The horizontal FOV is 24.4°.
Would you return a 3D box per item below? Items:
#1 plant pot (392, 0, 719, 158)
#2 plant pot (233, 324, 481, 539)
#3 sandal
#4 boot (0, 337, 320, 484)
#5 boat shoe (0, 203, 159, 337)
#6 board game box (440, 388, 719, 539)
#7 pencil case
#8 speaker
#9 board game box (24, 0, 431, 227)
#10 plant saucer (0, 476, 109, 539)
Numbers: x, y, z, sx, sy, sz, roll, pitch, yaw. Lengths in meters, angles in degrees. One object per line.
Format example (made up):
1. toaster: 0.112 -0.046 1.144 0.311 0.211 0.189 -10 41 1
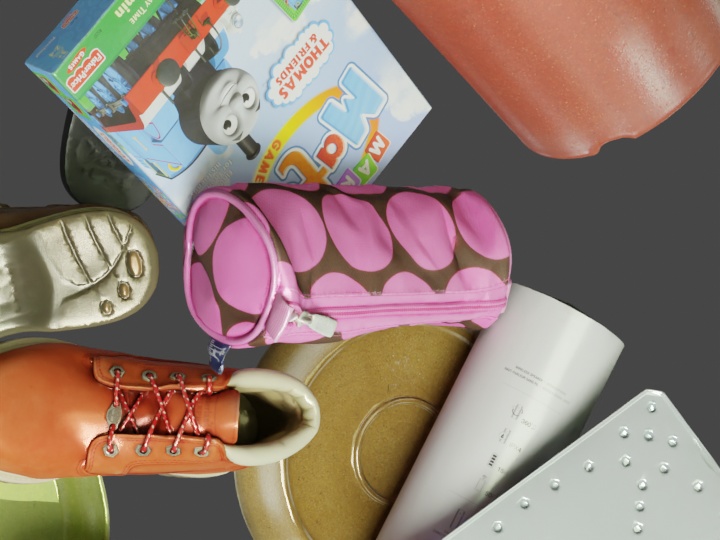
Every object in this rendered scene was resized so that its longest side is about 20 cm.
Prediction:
1. plant pot: 0.099 -0.180 0.916 0.201 0.200 0.196 -48 120 -12
2. plant pot: 0.021 0.106 0.993 0.198 0.027 0.203 -3 96 -24
3. sandal: -0.119 -0.130 0.891 0.074 0.045 0.203 5 94 -25
4. boot: -0.116 0.071 0.856 0.198 0.107 0.076 5 81 -40
5. boat shoe: -0.203 0.002 0.857 0.197 0.068 0.073 -6 101 -7
6. board game box: 0.139 0.200 0.891 0.199 0.026 0.201 -34 79 -10
7. pencil case: 0.000 0.000 0.899 0.198 0.093 0.092 -6 117 -43
8. speaker: 0.075 0.111 0.959 0.081 0.081 0.202 30 83 -24
9. board game box: -0.063 -0.099 0.897 0.152 0.036 0.200 -52 131 -12
10. plant saucer: -0.232 0.142 0.877 0.198 0.031 0.203 -4 98 -25
